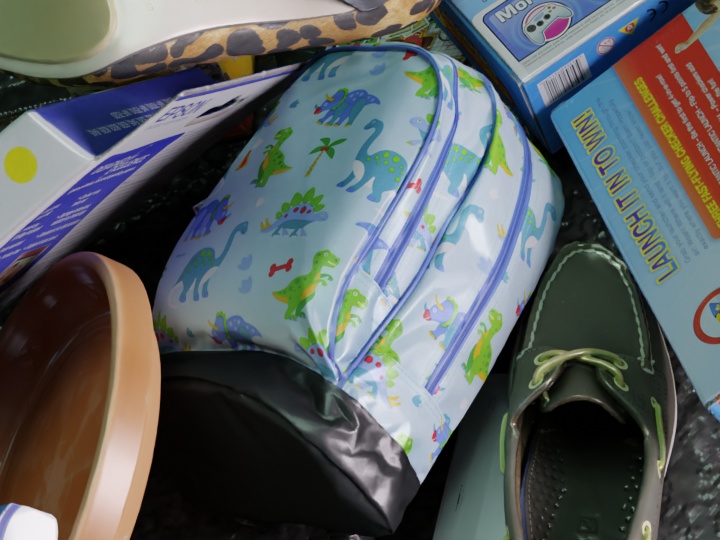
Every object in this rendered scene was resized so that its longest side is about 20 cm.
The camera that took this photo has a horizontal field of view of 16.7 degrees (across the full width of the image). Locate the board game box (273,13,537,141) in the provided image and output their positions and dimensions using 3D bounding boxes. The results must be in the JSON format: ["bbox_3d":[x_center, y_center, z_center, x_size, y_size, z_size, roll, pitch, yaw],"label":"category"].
[{"bbox_3d":[0.061,-0.102,1.158,0.200,0.023,0.105,-20,50,8],"label":"board game box"}]

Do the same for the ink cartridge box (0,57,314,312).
[{"bbox_3d":[-0.126,-0.039,1.056,0.200,0.198,0.047,-40,87,18],"label":"ink cartridge box"}]

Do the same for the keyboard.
[{"bbox_3d":[0.053,0.129,1.012,0.056,0.011,0.200,5,59,17],"label":"keyboard"}]

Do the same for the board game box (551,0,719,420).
[{"bbox_3d":[0.197,-0.051,0.990,0.196,0.056,0.200,-37,39,14],"label":"board game box"}]

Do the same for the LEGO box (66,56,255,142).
[{"bbox_3d":[-0.108,-0.181,1.197,0.077,0.149,0.200,-10,54,14],"label":"LEGO box"}]

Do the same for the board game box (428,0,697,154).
[{"bbox_3d":[0.111,-0.181,1.145,0.200,0.056,0.196,-34,51,-4],"label":"board game box"}]

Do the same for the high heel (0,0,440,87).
[{"bbox_3d":[-0.065,-0.111,1.084,0.200,0.142,0.072,-16,74,35],"label":"high heel"}]

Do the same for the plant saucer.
[{"bbox_3d":[-0.133,0.092,1.020,0.200,0.032,0.201,-45,34,43],"label":"plant saucer"}]

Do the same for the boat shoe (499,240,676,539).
[{"bbox_3d":[0.093,0.068,0.999,0.072,0.060,0.202,1,57,7],"label":"boat shoe"}]

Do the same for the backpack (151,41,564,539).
[{"bbox_3d":[0.000,0.000,1.045,0.200,0.154,0.163,-42,25,-26],"label":"backpack"}]

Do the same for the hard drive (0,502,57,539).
[{"bbox_3d":[-0.183,0.167,0.973,0.200,0.025,0.132,-21,51,60],"label":"hard drive"}]
